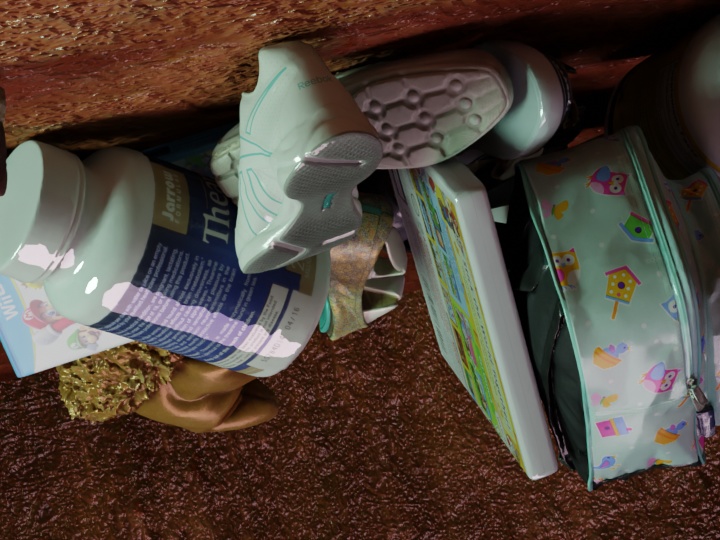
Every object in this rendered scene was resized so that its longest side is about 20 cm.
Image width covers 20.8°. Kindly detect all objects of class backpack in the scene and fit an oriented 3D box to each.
[{"bbox_3d":[0.163,0.015,1.190,0.153,0.176,0.200,-17,141,8],"label":"backpack"}]

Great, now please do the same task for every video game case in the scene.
[{"bbox_3d":[-0.152,-0.012,1.286,0.199,0.018,0.144,-18,133,-3],"label":"video game case"},{"bbox_3d":[0.064,0.005,1.221,0.023,0.201,0.182,-20,-153,-7],"label":"video game case"}]

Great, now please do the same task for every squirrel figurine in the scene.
[{"bbox_3d":[-0.125,0.042,1.414,0.199,0.142,0.187,-12,170,-29],"label":"squirrel figurine"}]

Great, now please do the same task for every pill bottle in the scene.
[{"bbox_3d":[0.239,-0.105,1.246,0.112,0.113,0.200,-10,176,-15],"label":"pill bottle"},{"bbox_3d":[-0.127,-0.011,1.208,0.199,0.112,0.111,19,159,-31],"label":"pill bottle"}]

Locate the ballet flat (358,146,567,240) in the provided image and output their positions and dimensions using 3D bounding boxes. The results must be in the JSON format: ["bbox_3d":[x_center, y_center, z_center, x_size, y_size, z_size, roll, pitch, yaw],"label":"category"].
[{"bbox_3d":[0.081,-0.077,1.404,0.199,0.073,0.073,-25,-177,-29],"label":"ballet flat"}]

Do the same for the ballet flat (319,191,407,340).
[{"bbox_3d":[0.000,0.000,1.350,0.070,0.071,0.200,-11,158,-3],"label":"ballet flat"}]

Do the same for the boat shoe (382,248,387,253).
[{"bbox_3d":[0.044,-0.070,1.574,0.076,0.072,0.200,-37,179,-10],"label":"boat shoe"}]

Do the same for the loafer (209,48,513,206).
[{"bbox_3d":[0.001,-0.092,1.157,0.199,0.070,0.070,-14,-149,28],"label":"loafer"}]

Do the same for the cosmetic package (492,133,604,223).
[{"bbox_3d":[0.228,-0.057,1.563,0.199,0.123,0.199,-24,-179,-28],"label":"cosmetic package"}]

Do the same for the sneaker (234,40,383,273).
[{"bbox_3d":[-0.036,-0.061,1.101,0.070,0.081,0.200,-17,161,-20],"label":"sneaker"}]

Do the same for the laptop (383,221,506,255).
[{"bbox_3d":[0.119,0.029,1.447,0.187,0.117,0.200,11,-166,38],"label":"laptop"}]

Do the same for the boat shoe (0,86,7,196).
[{"bbox_3d":[-0.262,-0.040,1.005,0.199,0.072,0.072,-14,175,24],"label":"boat shoe"}]

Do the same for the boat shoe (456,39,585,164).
[{"bbox_3d":[0.105,-0.107,1.204,0.090,0.071,0.200,-14,-178,-17],"label":"boat shoe"}]
